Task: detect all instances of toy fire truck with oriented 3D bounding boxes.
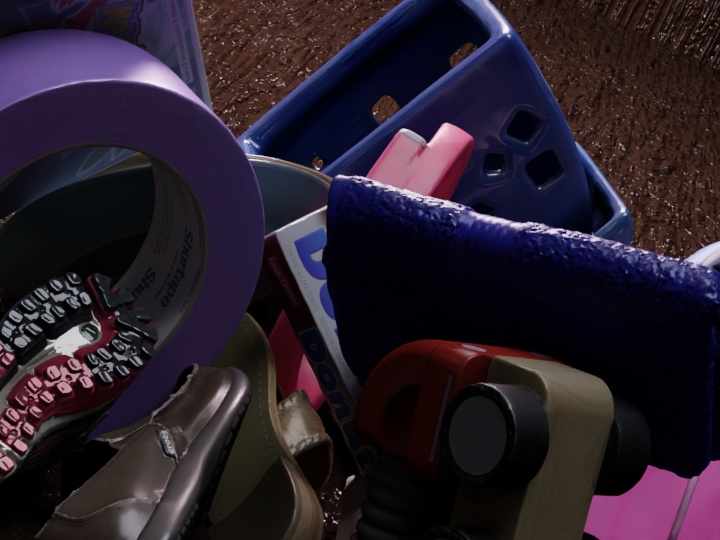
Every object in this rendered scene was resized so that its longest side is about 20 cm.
[{"bbox_3d":[0.030,0.113,1.225,0.128,0.177,0.200,7,9,-45],"label":"toy fire truck"}]

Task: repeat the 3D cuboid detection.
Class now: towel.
[{"bbox_3d":[0.079,0.031,1.236,0.199,0.050,0.148,14,-30,20],"label":"towel"}]

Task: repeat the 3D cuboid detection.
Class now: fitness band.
[{"bbox_3d":[0.000,0.000,1.456,0.037,0.144,0.200,31,62,6],"label":"fitness band"}]

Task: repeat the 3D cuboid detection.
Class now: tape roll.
[{"bbox_3d":[-0.149,-0.014,1.275,0.199,0.201,0.066,14,19,-35],"label":"tape roll"}]

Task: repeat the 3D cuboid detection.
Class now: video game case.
[{"bbox_3d":[-0.166,-0.101,1.288,0.023,0.182,0.200,57,-14,29],"label":"video game case"}]

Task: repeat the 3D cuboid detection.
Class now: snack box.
[{"bbox_3d":[0.017,0.061,1.349,0.072,0.024,0.201,-27,93,-38],"label":"snack box"}]

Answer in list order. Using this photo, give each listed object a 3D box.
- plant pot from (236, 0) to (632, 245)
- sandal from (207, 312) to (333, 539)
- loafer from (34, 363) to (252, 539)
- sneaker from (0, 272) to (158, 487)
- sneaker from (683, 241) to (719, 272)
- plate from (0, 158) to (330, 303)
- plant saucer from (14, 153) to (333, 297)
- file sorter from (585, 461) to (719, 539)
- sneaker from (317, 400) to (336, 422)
[{"bbox_3d":[0.052,-0.051,1.669,0.180,0.200,0.200,49,6,-19],"label":"plant pot"},{"bbox_3d":[-0.045,0.103,1.335,0.070,0.078,0.212,39,14,-29],"label":"sandal"},{"bbox_3d":[-0.102,0.091,1.224,0.071,0.073,0.200,22,22,1],"label":"loafer"},{"bbox_3d":[-0.174,0.074,1.183,0.081,0.075,0.200,48,43,16],"label":"sneaker"},{"bbox_3d":[0.149,0.047,1.477,0.074,0.200,0.082,52,-5,-35],"label":"sneaker"},{"bbox_3d":[-0.104,-0.006,1.418,0.199,0.200,0.026,10,60,-42],"label":"plate"},{"bbox_3d":[-0.098,-0.020,1.489,0.199,0.030,0.200,0,-19,0],"label":"plant saucer"},{"bbox_3d":[0.198,0.137,1.345,0.199,0.139,0.126,25,-26,-1],"label":"file sorter"},{"bbox_3d":[0.030,0.091,1.491,0.087,0.074,0.200,46,5,-20],"label":"sneaker"}]
